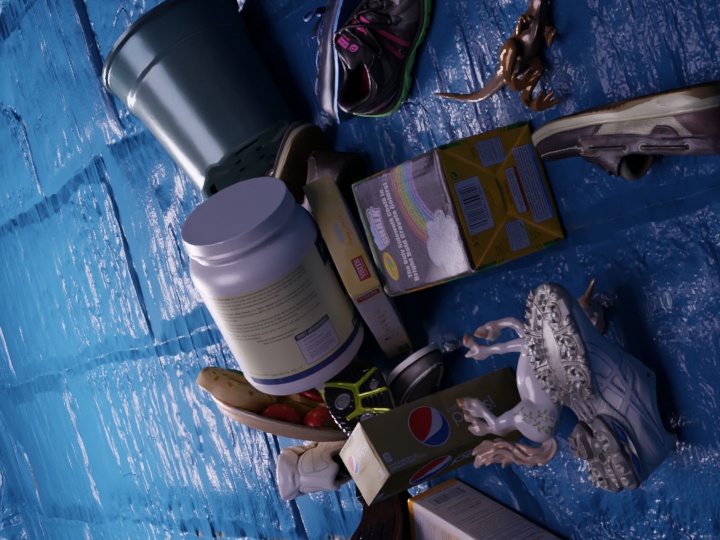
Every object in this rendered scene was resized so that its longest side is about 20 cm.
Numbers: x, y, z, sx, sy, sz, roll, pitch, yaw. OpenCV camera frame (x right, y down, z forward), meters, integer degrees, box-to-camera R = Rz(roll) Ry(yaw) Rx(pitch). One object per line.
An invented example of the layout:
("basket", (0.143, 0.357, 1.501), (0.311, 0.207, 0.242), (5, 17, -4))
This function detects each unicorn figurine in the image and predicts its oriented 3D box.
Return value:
("unicorn figurine", (0.165, 0.093, 1.161), (0.136, 0.074, 0.202), (5, 104, 24))

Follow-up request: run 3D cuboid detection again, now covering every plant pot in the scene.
("plant pot", (-0.185, -0.207, 1.491), (0.197, 0.199, 0.200), (55, 144, 13))

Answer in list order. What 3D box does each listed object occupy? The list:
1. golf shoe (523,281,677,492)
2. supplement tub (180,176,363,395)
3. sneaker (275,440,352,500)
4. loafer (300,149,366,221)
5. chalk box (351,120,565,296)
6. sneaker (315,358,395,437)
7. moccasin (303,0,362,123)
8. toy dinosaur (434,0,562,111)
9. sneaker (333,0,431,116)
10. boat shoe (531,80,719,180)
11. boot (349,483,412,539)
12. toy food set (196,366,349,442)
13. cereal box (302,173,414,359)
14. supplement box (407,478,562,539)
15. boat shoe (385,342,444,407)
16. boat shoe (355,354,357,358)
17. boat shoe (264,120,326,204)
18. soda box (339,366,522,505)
("golf shoe", (0.217, 0.094, 1.085), (0.078, 0.097, 0.201), (-12, 103, 62))
("supplement tub", (-0.095, 0.017, 1.292), (0.145, 0.145, 0.201), (20, 142, 51))
("sneaker", (-0.033, 0.230, 1.481), (0.080, 0.200, 0.076), (-5, 100, 19))
("loafer", (-0.045, -0.058, 1.439), (0.071, 0.073, 0.201), (32, 121, 30))
("chalk box", (0.083, -0.055, 1.203), (0.200, 0.123, 0.125), (-16, 92, 58))
("sneaker", (-0.004, 0.139, 1.365), (0.077, 0.075, 0.200), (52, 180, -39))
("moccasin", (-0.028, -0.255, 1.315), (0.068, 0.080, 0.201), (40, 134, 32))
("toy dinosaur", (0.145, -0.194, 1.123), (0.200, 0.060, 0.107), (122, 148, -44))
("sneaker", (0.018, -0.245, 1.248), (0.077, 0.083, 0.201), (39, 134, 39))
("boat shoe", (0.223, -0.108, 1.012), (0.200, 0.071, 0.067), (-11, 90, 53))
("boot", (0.039, 0.318, 1.401), (0.074, 0.201, 0.097), (-23, 127, 25))
("toy food set", (-0.089, 0.157, 1.464), (0.199, 0.198, 0.049), (15, 96, 20))
("cereal box", (0.000, 0.000, 1.322), (0.200, 0.039, 0.145), (63, -177, -65))
("supplement box", (0.142, 0.330, 1.332), (0.199, 0.073, 0.127), (22, 123, 53))
("boat shoe", (0.060, 0.152, 1.382), (0.061, 0.072, 0.202), (57, 151, 22))
("boat shoe", (-0.028, 0.073, 1.490), (0.071, 0.077, 0.200), (18, 149, 2))
("boat shoe", (-0.091, -0.104, 1.479), (0.066, 0.071, 0.202), (46, 143, 34))
("soda box", (0.082, 0.166, 1.231), (0.064, 0.199, 0.068), (56, 144, 24))
